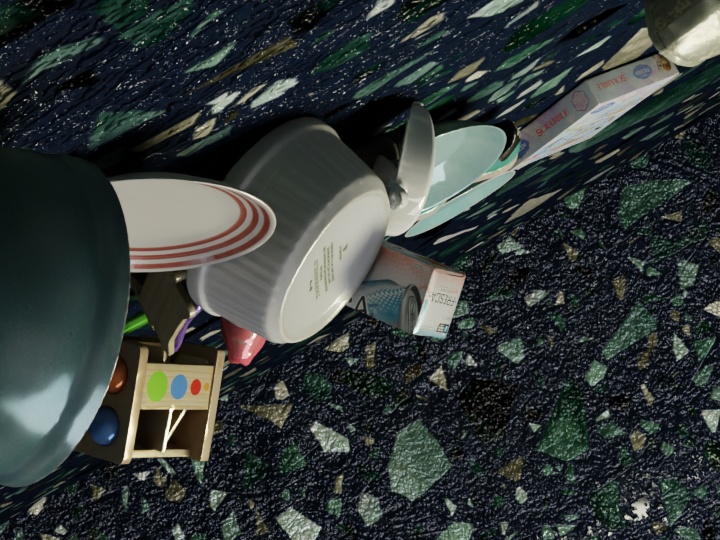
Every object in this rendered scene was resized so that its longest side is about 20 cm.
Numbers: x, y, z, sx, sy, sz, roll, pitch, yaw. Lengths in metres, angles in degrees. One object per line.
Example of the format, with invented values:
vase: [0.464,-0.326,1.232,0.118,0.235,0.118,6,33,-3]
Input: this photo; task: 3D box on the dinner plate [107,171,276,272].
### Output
dinner plate: [-0.165,-0.041,1.097,0.197,0.025,0.201,-6,161,-2]

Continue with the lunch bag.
lunch bag: [0.387,-0.295,1.430,0.163,0.119,0.199,-33,178,36]

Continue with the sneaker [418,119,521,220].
sneaker: [0.106,-0.129,1.712,0.198,0.072,0.080,-29,162,-10]

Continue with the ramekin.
ramekin: [-0.056,-0.028,1.253,0.203,0.094,0.203,-47,159,-25]

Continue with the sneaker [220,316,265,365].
sneaker: [-0.138,0.047,1.624,0.073,0.088,0.200,9,-163,-4]

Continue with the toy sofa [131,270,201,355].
toy sofa: [-0.164,0.006,1.375,0.082,0.098,0.200,-26,172,-20]

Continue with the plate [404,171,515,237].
plate: [0.150,-0.112,2.182,0.198,0.026,0.200,-29,173,-4]

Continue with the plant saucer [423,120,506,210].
plant saucer: [0.070,-0.122,1.603,0.199,0.039,0.201,-24,162,-8]

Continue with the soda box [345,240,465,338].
soda box: [0.000,0.000,1.361,0.063,0.198,0.069,10,100,-54]

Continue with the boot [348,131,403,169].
boot: [-0.041,-0.073,1.487,0.130,0.068,0.200,-16,154,-47]

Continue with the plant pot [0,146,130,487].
plant pot: [-0.243,0.015,0.811,0.133,0.203,0.199,16,141,-42]

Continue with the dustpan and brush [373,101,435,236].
dustpan and brush: [0.038,-0.084,1.358,0.056,0.141,0.200,14,-165,-15]

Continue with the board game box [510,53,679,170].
board game box: [0.323,-0.227,1.997,0.199,0.042,0.199,-24,171,-41]

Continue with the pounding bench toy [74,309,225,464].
pounding bench toy: [-0.247,0.101,1.551,0.123,0.203,0.155,9,180,35]
